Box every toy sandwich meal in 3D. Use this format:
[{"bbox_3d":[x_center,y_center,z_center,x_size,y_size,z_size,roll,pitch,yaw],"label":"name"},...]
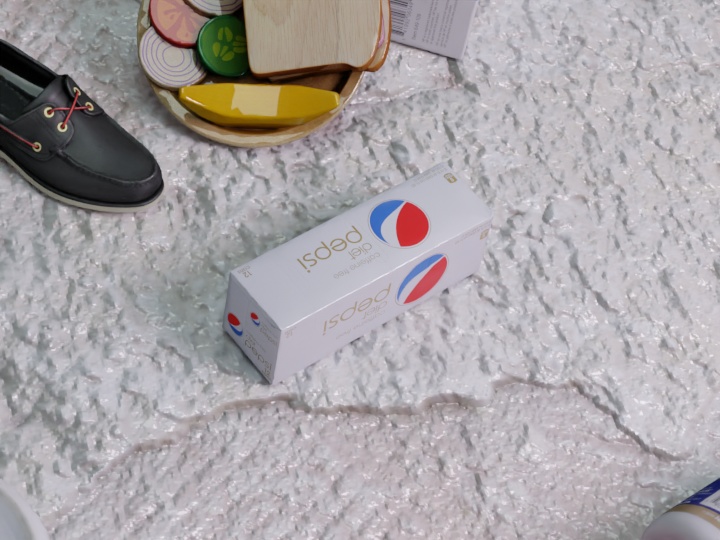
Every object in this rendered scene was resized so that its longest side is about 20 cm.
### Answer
[{"bbox_3d":[-0.074,-0.190,1.355,0.204,0.070,0.207,1,79,-3],"label":"toy sandwich meal"}]

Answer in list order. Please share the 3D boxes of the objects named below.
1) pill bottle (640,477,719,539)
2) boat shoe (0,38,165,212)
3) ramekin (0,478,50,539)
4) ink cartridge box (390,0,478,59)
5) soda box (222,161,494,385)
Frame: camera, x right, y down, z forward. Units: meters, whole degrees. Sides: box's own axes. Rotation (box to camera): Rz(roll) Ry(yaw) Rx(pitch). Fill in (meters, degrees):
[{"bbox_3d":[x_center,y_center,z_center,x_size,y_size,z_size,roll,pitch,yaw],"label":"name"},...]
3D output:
[{"bbox_3d":[0.289,0.170,1.147,0.199,0.116,0.116,-26,60,-27],"label":"pill bottle"},{"bbox_3d":[-0.233,-0.110,1.313,0.201,0.063,0.074,31,50,13],"label":"boat shoe"},{"bbox_3d":[-0.266,0.201,1.034,0.201,0.094,0.203,5,51,-6],"label":"ramekin"},{"bbox_3d":[0.016,-0.297,1.453,0.199,0.147,0.147,16,51,2],"label":"ink cartridge box"},{"bbox_3d":[0.000,0.000,1.261,0.199,0.068,0.064,-29,61,-29],"label":"soda box"}]
